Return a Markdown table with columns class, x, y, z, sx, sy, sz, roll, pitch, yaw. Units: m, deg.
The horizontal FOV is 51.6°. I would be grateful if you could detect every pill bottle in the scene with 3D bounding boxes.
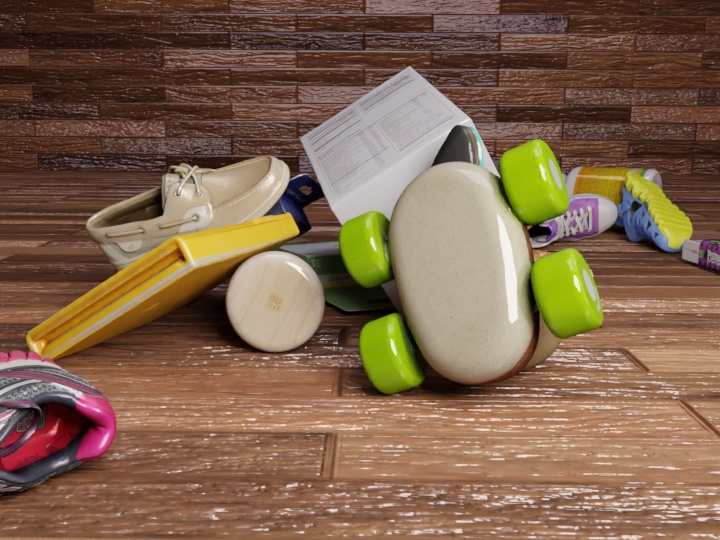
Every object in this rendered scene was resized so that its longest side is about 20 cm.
| class | x | y | z | sx | sy | sz | roll | pitch | yaw |
| --- | --- | --- | --- | --- | --- | --- | --- | --- | --- |
| pill bottle | 0.439 | -0.134 | 1.370 | 0.198 | 0.113 | 0.111 | 8 | 14 | 35 |

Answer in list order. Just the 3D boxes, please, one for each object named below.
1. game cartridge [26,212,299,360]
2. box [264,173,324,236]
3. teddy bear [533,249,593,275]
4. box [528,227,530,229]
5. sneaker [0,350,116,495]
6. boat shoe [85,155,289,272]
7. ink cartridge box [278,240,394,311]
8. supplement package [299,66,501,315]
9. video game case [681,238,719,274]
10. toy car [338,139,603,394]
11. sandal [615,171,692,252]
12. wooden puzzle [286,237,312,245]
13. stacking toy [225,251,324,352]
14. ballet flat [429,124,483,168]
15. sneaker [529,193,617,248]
| class | x | y | z | sx | sy | sz | roll | pitch | yaw |
| --- | --- | --- | --- | --- | --- | --- | --- | --- | --- |
| game cartridge | -0.160 | 0.008 | 0.648 | 0.175 | 0.033 | 0.200 | -29 | 1 | 21 |
| box | -0.126 | -0.034 | 0.779 | 0.198 | 0.033 | 0.121 | -28 | -8 | 6 |
| teddy bear | 0.172 | 0.011 | 0.805 | 0.143 | 0.068 | 0.200 | 6 | 2 | -21 |
| box | 0.182 | -0.068 | 1.109 | 0.118 | 0.042 | 0.200 | 10 | 37 | 40 |
| sneaker | -0.215 | 0.083 | 0.362 | 0.074 | 0.082 | 0.199 | 11 | 15 | 35 |
| boat shoe | -0.162 | -0.062 | 0.695 | 0.198 | 0.065 | 0.073 | -23 | 40 | 12 |
| ink cartridge box | 0.000 | 0.000 | 0.867 | 0.144 | 0.049 | 0.199 | -5 | 10 | -28 |
| supplement package | 0.049 | -0.087 | 0.772 | 0.150 | 0.152 | 0.201 | -32 | 30 | 4 |
| video game case | 0.561 | -0.014 | 0.977 | 0.197 | 0.036 | 0.181 | -1 | 10 | -5 |
| toy car | 0.108 | 0.015 | 0.582 | 0.163 | 0.160 | 0.199 | -21 | -22 | 26 |
| sandal | 0.465 | -0.079 | 1.202 | 0.079 | 0.088 | 0.201 | 21 | 28 | -11 |
| wooden puzzle | -0.190 | -0.031 | 1.028 | 0.198 | 0.047 | 0.184 | -3 | 11 | -38 |
| stacking toy | -0.074 | 0.015 | 0.718 | 0.084 | 0.087 | 0.200 | 0 | 8 | -1 |
| ballet flat | 0.071 | -0.024 | 0.643 | 0.068 | 0.202 | 0.068 | -13 | 32 | -10 |
| sneaker | 0.319 | -0.069 | 1.178 | 0.198 | 0.074 | 0.114 | -9 | 16 | 2 |
